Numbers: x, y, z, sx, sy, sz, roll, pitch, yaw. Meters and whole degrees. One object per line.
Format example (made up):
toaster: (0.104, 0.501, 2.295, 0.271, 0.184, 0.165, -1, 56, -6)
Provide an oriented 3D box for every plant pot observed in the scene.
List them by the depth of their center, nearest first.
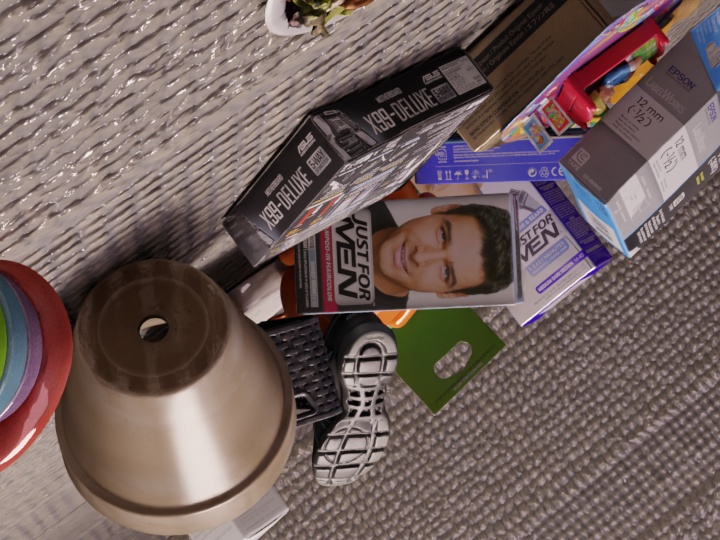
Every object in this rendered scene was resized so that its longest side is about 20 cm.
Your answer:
plant pot: (-0.153, 0.084, 1.279, 0.200, 0.200, 0.174, -35, 156, -16)

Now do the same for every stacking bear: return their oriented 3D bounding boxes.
stacking bear: (-0.246, 0.041, 0.845, 0.114, 0.122, 0.200, -37, 165, 14)

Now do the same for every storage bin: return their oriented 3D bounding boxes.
storage bin: (-0.117, 0.106, 1.525, 0.135, 0.094, 0.200, -16, -179, -23)

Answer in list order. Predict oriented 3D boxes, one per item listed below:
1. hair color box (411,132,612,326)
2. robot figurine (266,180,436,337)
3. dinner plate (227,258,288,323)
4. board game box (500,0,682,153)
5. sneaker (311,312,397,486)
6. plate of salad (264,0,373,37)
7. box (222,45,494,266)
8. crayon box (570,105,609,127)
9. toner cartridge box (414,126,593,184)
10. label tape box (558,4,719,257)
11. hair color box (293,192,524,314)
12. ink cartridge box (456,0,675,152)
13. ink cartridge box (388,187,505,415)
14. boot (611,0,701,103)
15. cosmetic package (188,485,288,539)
hair color box: (0.155, -0.056, 1.692, 0.109, 0.200, 0.065, -41, 169, 28)
robot figurine: (-0.001, -0.001, 1.604, 0.200, 0.117, 0.144, -47, 164, 18)
dinner plate: (-0.117, 0.041, 1.696, 0.200, 0.024, 0.200, -38, 173, -6)
board game box: (0.210, -0.161, 1.377, 0.200, 0.039, 0.158, -44, 169, 35)
sneaker: (-0.010, 0.118, 1.563, 0.075, 0.079, 0.201, -1, 124, -24)
plate of salad: (0.031, -0.193, 0.926, 0.200, 0.048, 0.200, -37, 173, -5)
box: (-0.001, -0.094, 1.336, 0.200, 0.050, 0.158, -30, 169, -43)
crayon box: (0.214, -0.160, 1.875, 0.119, 0.058, 0.200, -40, 172, 18)
toner cartridge box: (0.159, -0.111, 1.567, 0.199, 0.043, 0.095, 0, -169, 28)
label tape box: (0.275, -0.120, 1.429, 0.200, 0.066, 0.143, -43, 154, 0)
hair color box: (0.043, -0.014, 1.458, 0.199, 0.099, 0.061, -3, 180, 13)
ink cartridge box: (0.173, -0.193, 1.449, 0.165, 0.075, 0.200, -43, 170, 27)
ink cartridge box: (0.068, 0.028, 1.739, 0.148, 0.200, 0.076, -40, 175, -39)
boot: (0.259, -0.227, 1.705, 0.144, 0.071, 0.201, -25, 163, -34)
cosmetic package: (-0.174, 0.211, 1.760, 0.074, 0.200, 0.102, -31, 169, -39)
